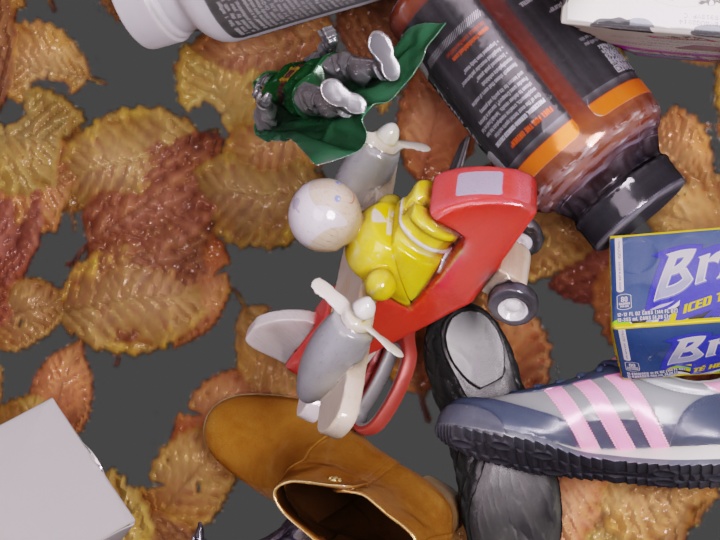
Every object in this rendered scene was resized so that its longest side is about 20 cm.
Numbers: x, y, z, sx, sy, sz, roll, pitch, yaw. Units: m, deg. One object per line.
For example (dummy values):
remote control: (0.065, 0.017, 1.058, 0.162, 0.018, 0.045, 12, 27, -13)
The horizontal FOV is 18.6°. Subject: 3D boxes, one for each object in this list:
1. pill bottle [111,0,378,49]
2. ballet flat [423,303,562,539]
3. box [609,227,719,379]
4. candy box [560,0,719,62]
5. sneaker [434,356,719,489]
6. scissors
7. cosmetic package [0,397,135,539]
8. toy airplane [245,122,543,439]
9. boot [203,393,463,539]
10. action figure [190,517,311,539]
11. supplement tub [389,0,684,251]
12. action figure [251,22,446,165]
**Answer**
pill bottle: (-0.060, -0.214, 1.423, 0.199, 0.116, 0.116, -14, 86, 18)
ballet flat: (0.087, 0.116, 1.418, 0.066, 0.057, 0.201, -13, 91, -9)
box: (0.250, 0.015, 1.315, 0.199, 0.064, 0.070, -5, 56, 11)
candy box: (0.207, -0.158, 1.285, 0.136, 0.200, 0.061, 7, 93, 19)
sneaker: (0.147, 0.085, 1.367, 0.199, 0.070, 0.082, 7, 70, -1)
scissors: (0.039, 0.012, 1.427, 0.201, 0.014, 0.073, -61, 33, 8)
cosmetic package: (-0.264, 0.182, 1.451, 0.108, 0.200, 0.085, 56, 145, 12)
toy airplane: (0.000, 0.000, 1.354, 0.141, 0.200, 0.199, 43, 80, -28)
boot: (-0.033, 0.130, 1.401, 0.200, 0.144, 0.071, 20, 96, 18)
action figure: (-0.047, 0.226, 1.433, 0.199, 0.102, 0.120, 10, 103, 45)
supplement tub: (0.113, -0.110, 1.367, 0.107, 0.107, 0.200, -39, 79, 15)
action figure: (-0.029, -0.115, 1.388, 0.118, 0.200, 0.055, -44, 105, -14)
